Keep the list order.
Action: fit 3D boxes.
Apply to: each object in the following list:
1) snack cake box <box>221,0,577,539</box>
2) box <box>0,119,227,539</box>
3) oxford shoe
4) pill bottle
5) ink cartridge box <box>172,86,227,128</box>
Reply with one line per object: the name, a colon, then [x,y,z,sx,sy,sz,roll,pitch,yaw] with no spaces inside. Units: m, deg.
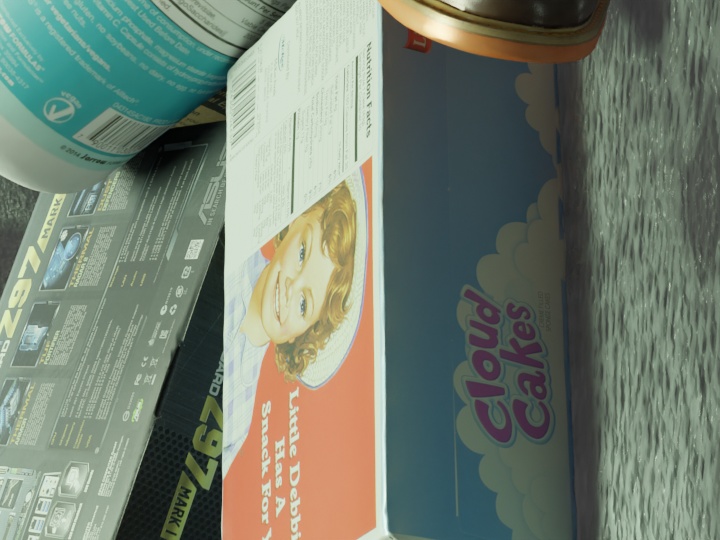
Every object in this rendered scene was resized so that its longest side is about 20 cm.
snack cake box: [0.009,0.007,0.727,0.115,0.067,0.201,-35,49,54]
box: [-0.091,0.047,0.850,0.157,0.051,0.201,-3,64,55]
oxford shoe: [0.037,-0.126,0.655,0.201,0.071,0.073,-94,13,-54]
pill bottle: [-0.062,-0.122,0.809,0.200,0.111,0.111,-35,29,23]
ink cartridge box: [-0.039,-0.141,0.984,0.075,0.164,0.201,-20,61,39]
